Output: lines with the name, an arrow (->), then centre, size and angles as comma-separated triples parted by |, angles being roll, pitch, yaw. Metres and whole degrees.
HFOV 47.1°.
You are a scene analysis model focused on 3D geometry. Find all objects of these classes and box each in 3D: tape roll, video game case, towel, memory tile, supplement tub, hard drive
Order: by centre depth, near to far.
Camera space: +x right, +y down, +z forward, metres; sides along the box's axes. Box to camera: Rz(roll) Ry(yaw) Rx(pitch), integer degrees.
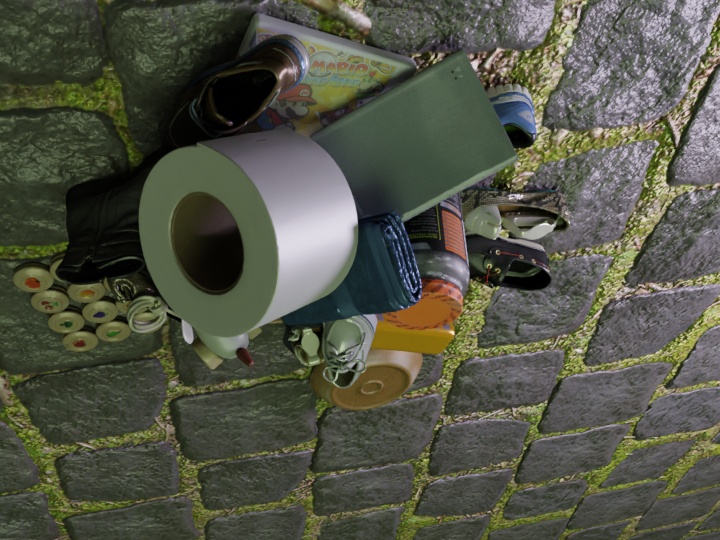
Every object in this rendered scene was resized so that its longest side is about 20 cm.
tape roll -> -0.121, -0.044, 0.895 | 0.139, 0.203, 0.203 | -22, 159, -52
hard drive -> 0.061, -0.142, 0.949 | 0.199, 0.033, 0.140 | -28, 99, 9
video game case -> -0.061, -0.191, 0.955 | 0.199, 0.023, 0.182 | 9, 136, -27
towel -> -0.025, 0.002, 0.966 | 0.199, 0.112, 0.048 | -11, -167, 36
supplement tub -> 0.071, -0.036, 1.033 | 0.121, 0.201, 0.123 | -1, 149, -1
memory tile -> -0.369, 0.042, 1.140 | 0.152, 0.017, 0.201 | -15, 142, -1

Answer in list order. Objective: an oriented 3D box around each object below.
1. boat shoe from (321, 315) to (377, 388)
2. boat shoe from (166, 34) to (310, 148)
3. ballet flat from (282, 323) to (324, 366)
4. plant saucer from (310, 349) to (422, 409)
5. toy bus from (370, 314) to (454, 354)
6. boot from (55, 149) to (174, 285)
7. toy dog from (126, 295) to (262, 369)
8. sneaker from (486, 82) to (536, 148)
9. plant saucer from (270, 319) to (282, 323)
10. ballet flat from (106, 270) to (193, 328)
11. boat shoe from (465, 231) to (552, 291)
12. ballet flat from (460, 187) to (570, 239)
boat shoe -> -0.025, 0.116, 1.163 | 0.074, 0.087, 0.202 | 14, 150, 2
boat shoe -> -0.145, -0.179, 0.868 | 0.199, 0.072, 0.072 | -29, 107, 35
ballet flat -> -0.079, 0.101, 1.215 | 0.072, 0.074, 0.200 | -10, 153, -7
plant saucer -> 0.015, 0.188, 1.424 | 0.199, 0.036, 0.201 | -10, 142, -8
toy bus -> 0.041, 0.078, 1.274 | 0.199, 0.079, 0.065 | 8, 136, -28
boot -> -0.254, -0.056, 0.961 | 0.199, 0.132, 0.070 | -21, 141, 10
toy dog -> -0.196, 0.066, 1.093 | 0.132, 0.096, 0.200 | -55, 138, 2
sneaker -> 0.119, -0.162, 0.991 | 0.198, 0.090, 0.079 | -13, 151, -2
plant saucer -> -0.116, 0.000, 1.160 | 0.199, 0.036, 0.201 | -9, 142, -7
ballet flat -> -0.265, 0.048, 1.126 | 0.067, 0.047, 0.200 | -13, 150, 29
boat shoe -> 0.200, -0.011, 1.236 | 0.200, 0.063, 0.074 | 7, 139, -24
ballet flat -> 0.205, -0.075, 1.145 | 0.198, 0.076, 0.068 | -1, 141, -18
